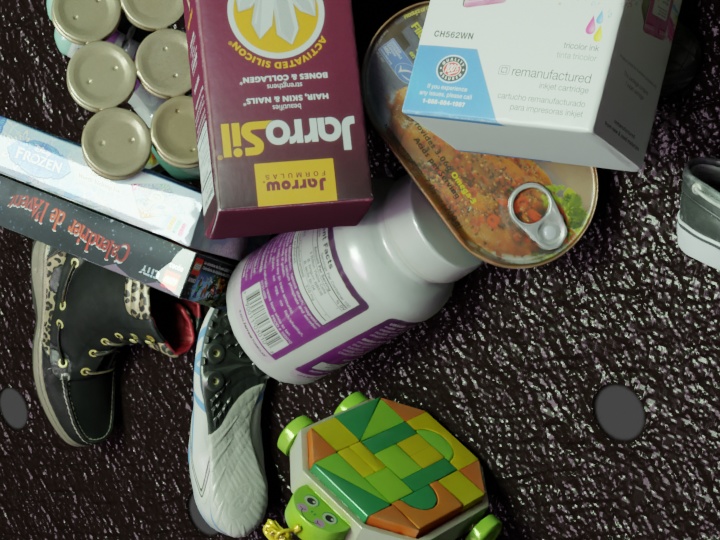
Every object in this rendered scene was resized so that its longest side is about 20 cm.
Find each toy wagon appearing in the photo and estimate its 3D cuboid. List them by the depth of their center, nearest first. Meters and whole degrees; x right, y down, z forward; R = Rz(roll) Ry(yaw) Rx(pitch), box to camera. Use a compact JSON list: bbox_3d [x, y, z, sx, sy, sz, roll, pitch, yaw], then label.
[{"bbox_3d":[0.009,0.161,1.355,0.155,0.199,0.040,41,123,23],"label":"toy wagon"}]

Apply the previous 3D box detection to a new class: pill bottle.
[{"bbox_3d":[0.000,0.000,1.376,0.199,0.112,0.113,-30,83,40],"label":"pill bottle"}]

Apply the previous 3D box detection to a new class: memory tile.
[{"bbox_3d":[-0.113,-0.152,1.325,0.017,0.198,0.155,127,129,-75],"label":"memory tile"}]

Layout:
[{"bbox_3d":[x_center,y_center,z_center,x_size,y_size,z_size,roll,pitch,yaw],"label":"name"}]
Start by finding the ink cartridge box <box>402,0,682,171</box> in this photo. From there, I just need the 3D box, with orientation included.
[{"bbox_3d":[0.125,-0.177,1.186,0.144,0.084,0.202,9,79,34],"label":"ink cartridge box"}]

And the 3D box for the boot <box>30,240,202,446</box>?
[{"bbox_3d":[-0.208,0.059,1.591,0.150,0.073,0.202,3,99,38],"label":"boot"}]

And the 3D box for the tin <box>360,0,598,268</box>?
[{"bbox_3d":[0.082,-0.094,1.282,0.112,0.042,0.201,-36,91,4],"label":"tin"}]

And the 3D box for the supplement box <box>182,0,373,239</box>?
[{"bbox_3d":[-0.059,-0.131,1.276,0.086,0.109,0.202,130,134,-76],"label":"supplement box"}]

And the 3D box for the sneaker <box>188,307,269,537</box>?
[{"bbox_3d":[-0.114,0.119,1.534,0.072,0.071,0.202,15,107,56],"label":"sneaker"}]

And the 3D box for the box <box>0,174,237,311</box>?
[{"bbox_3d":[-0.191,-0.021,1.453,0.199,0.136,0.038,21,89,20],"label":"box"}]

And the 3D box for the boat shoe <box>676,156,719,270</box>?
[{"bbox_3d":[0.287,-0.024,1.161,0.199,0.073,0.069,27,134,41],"label":"boat shoe"}]

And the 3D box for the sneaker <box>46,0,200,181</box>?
[{"bbox_3d":[-0.128,-0.163,1.377,0.139,0.078,0.200,-19,130,31],"label":"sneaker"}]

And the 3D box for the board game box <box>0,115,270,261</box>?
[{"bbox_3d":[-0.183,-0.062,1.417,0.198,0.200,0.044,22,91,12],"label":"board game box"}]

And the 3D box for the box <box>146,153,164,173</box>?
[{"bbox_3d":[-0.124,-0.127,1.486,0.199,0.041,0.039,-27,88,40],"label":"box"}]

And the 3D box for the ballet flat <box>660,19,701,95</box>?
[{"bbox_3d":[0.139,-0.174,1.247,0.199,0.057,0.067,28,118,30],"label":"ballet flat"}]
